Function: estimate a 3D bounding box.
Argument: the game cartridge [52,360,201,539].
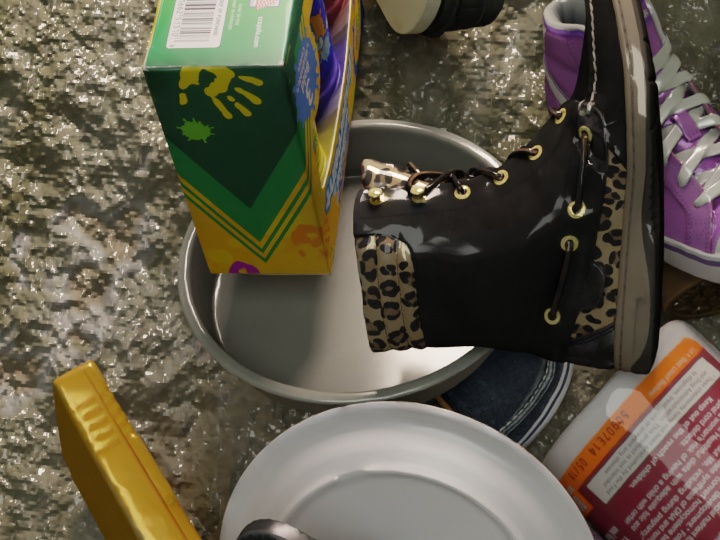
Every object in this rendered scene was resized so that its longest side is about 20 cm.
[{"bbox_3d":[-0.100,0.158,0.849,0.032,0.176,0.201,-27,77,-17],"label":"game cartridge"}]

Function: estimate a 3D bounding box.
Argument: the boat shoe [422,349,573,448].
[{"bbox_3d":[0.033,0.092,0.882,0.200,0.091,0.071,-37,77,1],"label":"boat shoe"}]

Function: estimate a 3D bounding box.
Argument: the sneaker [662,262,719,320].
[{"bbox_3d":[0.246,-0.050,0.895,0.199,0.067,0.090,-25,62,9],"label":"sneaker"}]

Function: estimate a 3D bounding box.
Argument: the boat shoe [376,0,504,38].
[{"bbox_3d":[0.025,-0.226,0.959,0.063,0.074,0.202,-6,63,-31],"label":"boat shoe"}]

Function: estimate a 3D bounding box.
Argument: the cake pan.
[{"bbox_3d":[0.000,0.000,0.891,0.199,0.037,0.201,-5,50,6],"label":"cake pan"}]

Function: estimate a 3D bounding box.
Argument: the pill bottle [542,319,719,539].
[{"bbox_3d":[0.202,0.131,0.838,0.200,0.114,0.114,43,88,14],"label":"pill bottle"}]

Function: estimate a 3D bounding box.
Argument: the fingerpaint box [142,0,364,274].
[{"bbox_3d":[-0.048,-0.126,0.862,0.073,0.167,0.201,0,54,9],"label":"fingerpaint box"}]

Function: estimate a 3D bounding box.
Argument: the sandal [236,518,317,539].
[{"bbox_3d":[0.018,0.177,0.776,0.200,0.075,0.048,41,46,-17],"label":"sandal"}]

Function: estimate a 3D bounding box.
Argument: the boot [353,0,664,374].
[{"bbox_3d":[0.074,-0.048,0.800,0.150,0.073,0.201,-1,97,14],"label":"boot"}]

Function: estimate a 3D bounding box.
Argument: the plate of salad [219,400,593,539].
[{"bbox_3d":[0.025,0.155,0.817,0.199,0.048,0.201,5,111,13],"label":"plate of salad"}]

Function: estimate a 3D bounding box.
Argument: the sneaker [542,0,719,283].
[{"bbox_3d":[0.157,-0.077,0.840,0.072,0.115,0.200,-33,47,-15],"label":"sneaker"}]

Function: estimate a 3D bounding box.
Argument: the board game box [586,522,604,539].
[{"bbox_3d":[0.122,0.273,0.837,0.199,0.043,0.200,43,103,13],"label":"board game box"}]
